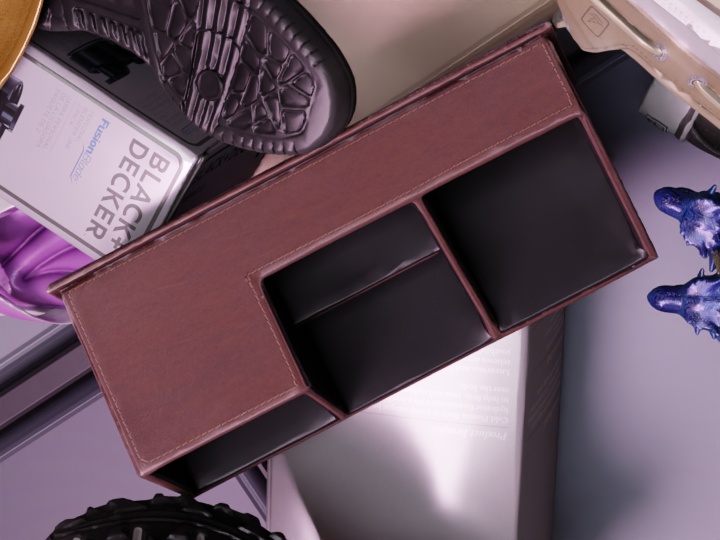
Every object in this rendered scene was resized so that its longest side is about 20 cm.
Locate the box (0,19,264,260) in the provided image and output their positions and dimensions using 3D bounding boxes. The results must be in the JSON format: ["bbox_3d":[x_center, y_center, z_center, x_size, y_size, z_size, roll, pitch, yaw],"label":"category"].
[{"bbox_3d":[-0.136,-0.086,0.966,0.199,0.117,0.060,33,113,5],"label":"box"}]

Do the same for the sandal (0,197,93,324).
[{"bbox_3d":[-0.129,-0.010,1.021,0.202,0.050,0.083,9,107,14],"label":"sandal"}]

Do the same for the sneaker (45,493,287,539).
[{"bbox_3d":[-0.029,0.141,0.902,0.199,0.074,0.079,19,124,-21],"label":"sneaker"}]

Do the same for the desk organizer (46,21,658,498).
[{"bbox_3d":[0.000,0.000,0.889,0.199,0.072,0.077,-28,74,6],"label":"desk organizer"}]

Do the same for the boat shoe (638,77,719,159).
[{"bbox_3d":[0.171,-0.126,0.893,0.063,0.071,0.201,29,119,7],"label":"boat shoe"}]

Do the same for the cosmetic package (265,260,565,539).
[{"bbox_3d":[0.021,0.082,0.985,0.106,0.090,0.201,8,110,14],"label":"cosmetic package"}]

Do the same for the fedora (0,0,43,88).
[{"bbox_3d":[-0.206,-0.120,0.869,0.200,0.082,0.202,6,110,18],"label":"fedora"}]

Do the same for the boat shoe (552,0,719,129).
[{"bbox_3d":[0.093,-0.105,0.854,0.200,0.075,0.069,41,133,18],"label":"boat shoe"}]

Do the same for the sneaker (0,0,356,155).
[{"bbox_3d":[-0.062,-0.106,0.918,0.199,0.104,0.060,28,117,26],"label":"sneaker"}]

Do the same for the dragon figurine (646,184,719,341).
[{"bbox_3d":[0.198,0.014,0.903,0.199,0.099,0.059,19,110,6],"label":"dragon figurine"}]
